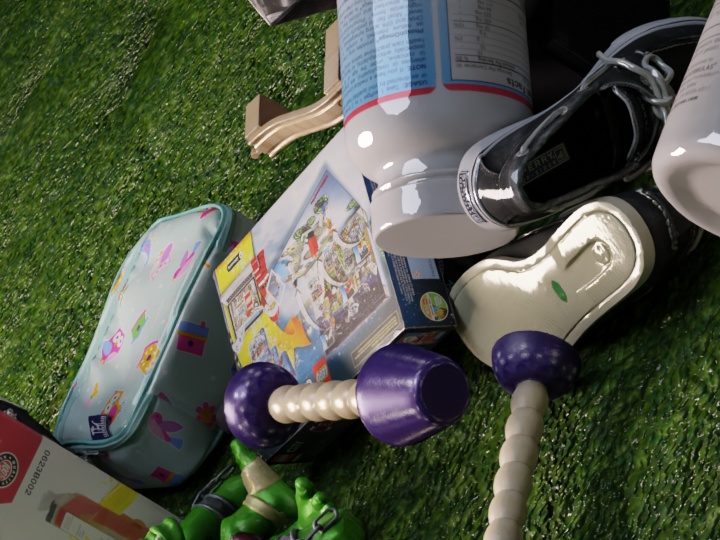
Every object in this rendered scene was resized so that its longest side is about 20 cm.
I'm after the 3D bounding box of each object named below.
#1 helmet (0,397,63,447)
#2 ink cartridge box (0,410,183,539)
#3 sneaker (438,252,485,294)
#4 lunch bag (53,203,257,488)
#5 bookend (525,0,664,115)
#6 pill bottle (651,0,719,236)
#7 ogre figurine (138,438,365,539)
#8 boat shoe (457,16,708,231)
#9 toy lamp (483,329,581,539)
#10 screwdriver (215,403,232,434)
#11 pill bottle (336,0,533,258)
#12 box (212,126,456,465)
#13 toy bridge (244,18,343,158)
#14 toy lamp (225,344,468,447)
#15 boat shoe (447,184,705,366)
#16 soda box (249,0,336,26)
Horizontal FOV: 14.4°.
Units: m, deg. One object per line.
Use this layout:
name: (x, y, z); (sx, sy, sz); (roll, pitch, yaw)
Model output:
helmet: (-0.270, 0.180, 1.928); (0.200, 0.200, 0.191); (-61, 17, -8)
ink cartridge box: (-0.209, 0.188, 1.805); (0.083, 0.200, 0.145); (1, 62, 57)
sneaker: (0.000, 0.000, 1.792); (0.200, 0.073, 0.082); (0, 63, 63)
lunch bag: (-0.137, 0.056, 1.974); (0.160, 0.077, 0.200); (-7, 55, 59)
bookend: (0.090, -0.130, 1.756); (0.199, 0.092, 0.200); (-41, 30, 35)
pill bottle: (0.233, -0.116, 1.445); (0.114, 0.114, 0.200); (-9, 53, 59)
ogre figurine: (-0.075, 0.176, 1.708); (0.120, 0.098, 0.200); (-44, 37, -14)
boat shoe: (0.143, -0.085, 1.552); (0.199, 0.074, 0.068); (-26, 9, -30)
toy lamp: (0.081, 0.125, 1.516); (0.058, 0.058, 0.200); (-32, 35, 44)
screwdriver: (-0.033, 0.078, 1.819); (0.200, 0.028, 0.029); (-17, 76, 54)
pill bottle: (0.042, -0.114, 1.606); (0.109, 0.109, 0.201); (-24, 63, 50)
box: (-0.020, 0.017, 1.735); (0.200, 0.038, 0.137); (-45, 54, 51)
toy bridge: (-0.009, -0.130, 1.802); (0.200, 0.027, 0.067); (-43, 32, 35)
toy lamp: (-0.007, 0.072, 1.618); (0.200, 0.058, 0.058); (-5, 56, 58)
boat shoe: (0.120, 0.004, 1.597); (0.068, 0.072, 0.200); (-29, -2, -36)
soda box: (-0.009, -0.211, 1.800); (0.071, 0.063, 0.200); (-41, -7, 28)
